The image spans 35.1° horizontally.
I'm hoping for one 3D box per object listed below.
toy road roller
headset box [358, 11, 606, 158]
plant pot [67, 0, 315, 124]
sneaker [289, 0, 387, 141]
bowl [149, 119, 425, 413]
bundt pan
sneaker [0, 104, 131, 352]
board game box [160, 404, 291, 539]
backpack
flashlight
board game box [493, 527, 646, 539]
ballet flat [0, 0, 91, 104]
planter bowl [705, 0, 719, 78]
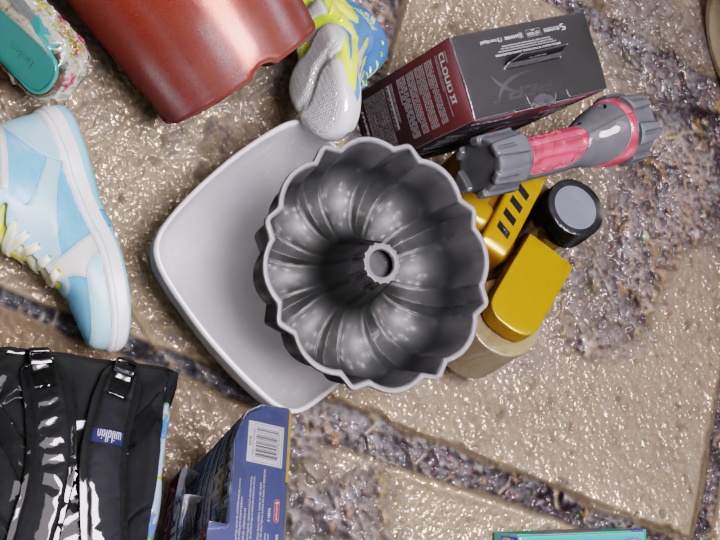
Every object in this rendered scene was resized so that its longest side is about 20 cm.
[{"bbox_3d":[0.110,-0.019,1.036,0.146,0.123,0.201,34,62,-5],"label":"toy road roller"},{"bbox_3d":[0.106,-0.159,1.008,0.148,0.200,0.075,-17,89,-28],"label":"headset box"},{"bbox_3d":[-0.147,-0.236,0.905,0.201,0.200,0.196,-42,109,-26],"label":"plant pot"},{"bbox_3d":[-0.009,-0.184,0.994,0.105,0.076,0.201,17,46,-36],"label":"sneaker"},{"bbox_3d":[-0.068,-0.001,0.962,0.200,0.075,0.200,-43,103,-26],"label":"bowl"},{"bbox_3d":[0.000,0.000,0.913,0.201,0.076,0.203,5,79,-27],"label":"bundt pan"},{"bbox_3d":[-0.259,-0.021,0.866,0.130,0.079,0.201,-16,79,-30],"label":"sneaker"},{"bbox_3d":[-0.120,0.225,0.850,0.061,0.200,0.201,16,55,-22],"label":"board game box"},{"bbox_3d":[-0.220,0.175,0.827,0.162,0.154,0.201,7,56,-28],"label":"backpack"},{"bbox_3d":[0.175,-0.110,0.991,0.199,0.068,0.068,-16,114,-37],"label":"flashlight"},{"bbox_3d":[0.199,0.344,1.060,0.151,0.045,0.201,5,80,-26],"label":"board game box"},{"bbox_3d":[-0.284,-0.215,0.893,0.200,0.075,0.064,54,26,-2],"label":"ballet flat"},{"bbox_3d":[0.457,-0.264,1.230,0.134,0.200,0.202,-13,87,-1],"label":"planter bowl"}]
